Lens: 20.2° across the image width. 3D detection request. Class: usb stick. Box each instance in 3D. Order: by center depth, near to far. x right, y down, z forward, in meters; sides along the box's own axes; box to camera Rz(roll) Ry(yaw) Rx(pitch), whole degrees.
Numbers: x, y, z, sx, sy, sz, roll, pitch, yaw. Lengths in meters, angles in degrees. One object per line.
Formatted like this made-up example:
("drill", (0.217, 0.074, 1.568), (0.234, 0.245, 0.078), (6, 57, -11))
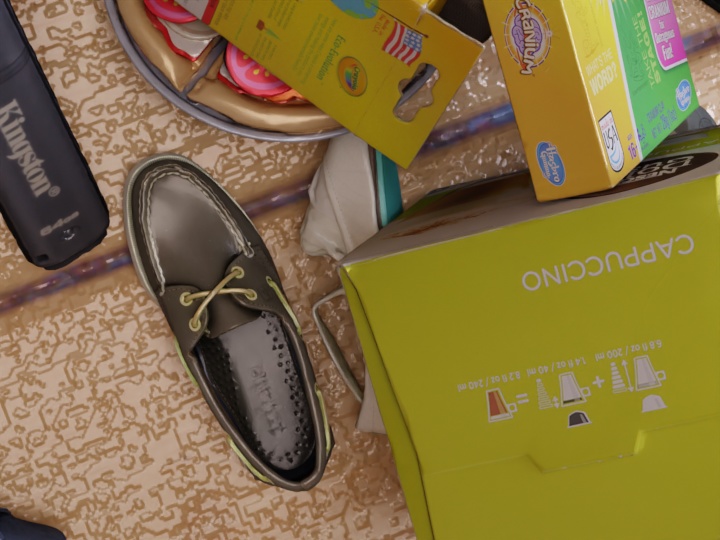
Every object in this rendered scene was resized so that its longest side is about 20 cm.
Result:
("usb stick", (-0.178, -0.075, 1.032), (0.055, 0.033, 0.200), (-39, 142, -16))

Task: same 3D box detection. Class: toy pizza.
("toy pizza", (-0.040, -0.168, 1.083), (0.200, 0.032, 0.201), (1, 79, -6))

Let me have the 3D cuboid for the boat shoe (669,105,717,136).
("boat shoe", (0.201, 0.006, 1.156), (0.065, 0.074, 0.202), (-18, 103, 27))

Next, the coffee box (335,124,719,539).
("coffee box", (0.130, 0.048, 1.043), (0.199, 0.198, 0.200), (-13, 98, 19))

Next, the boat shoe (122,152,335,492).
("boat shoe", (-0.069, 0.029, 1.106), (0.072, 0.060, 0.202), (-26, 99, -8))

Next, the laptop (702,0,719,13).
("laptop", (0.257, -0.144, 1.072), (0.177, 0.200, 0.103), (33, 54, -13))

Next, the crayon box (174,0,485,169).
("crayon box", (-0.028, -0.150, 0.998), (0.200, 0.127, 0.051), (38, 60, 1))

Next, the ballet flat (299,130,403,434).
("ballet flat", (0.000, 0.000, 1.120), (0.069, 0.069, 0.200), (-14, 98, -9))

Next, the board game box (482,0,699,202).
("board game box", (0.104, -0.152, 0.993), (0.040, 0.153, 0.200), (-10, 105, 29))

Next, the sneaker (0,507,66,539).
("sneaker", (-0.249, 0.115, 1.072), (0.200, 0.075, 0.085), (11, 97, -11))

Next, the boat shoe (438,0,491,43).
("boat shoe", (-0.002, -0.194, 1.039), (0.200, 0.076, 0.072), (38, 66, -3))
